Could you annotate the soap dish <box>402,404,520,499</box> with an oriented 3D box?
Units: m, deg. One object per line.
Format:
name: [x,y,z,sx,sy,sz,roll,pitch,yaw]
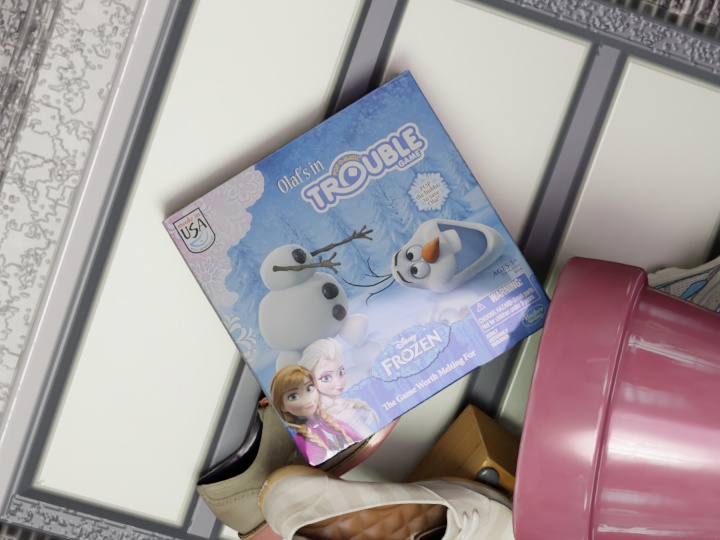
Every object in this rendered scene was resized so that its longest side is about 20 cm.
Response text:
soap dish: [0.077,0.220,1.664,0.157,0.081,0.200,38,95,-18]

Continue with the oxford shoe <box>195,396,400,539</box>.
oxford shoe: [-0.032,0.106,1.618,0.075,0.070,0.200,42,92,-15]

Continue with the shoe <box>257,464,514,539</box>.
shoe: [0.028,0.175,1.560,0.199,0.053,0.070,9,108,-24]

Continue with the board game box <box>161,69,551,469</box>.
board game box: [0.000,0.000,1.577,0.199,0.043,0.200,-32,86,-2]

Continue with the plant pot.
plant pot: [0.208,0.102,1.534,0.178,0.200,0.201,11,103,13]

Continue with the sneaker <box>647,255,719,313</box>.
sneaker: [0.241,0.036,1.633,0.200,0.086,0.078,-34,110,17]
